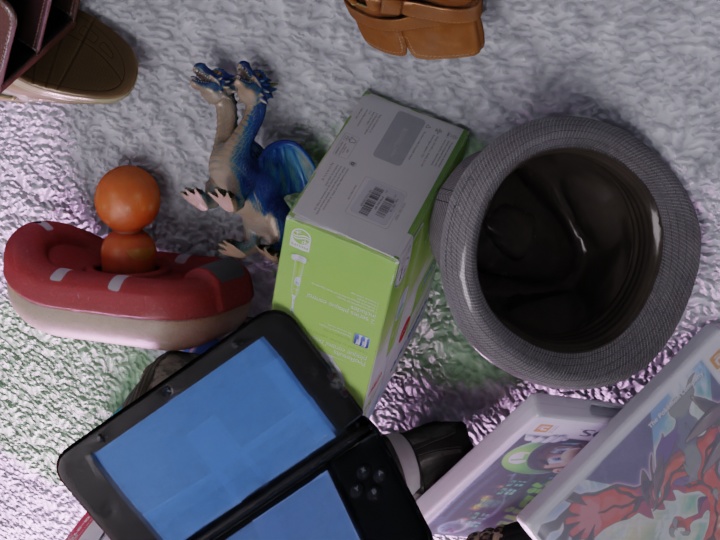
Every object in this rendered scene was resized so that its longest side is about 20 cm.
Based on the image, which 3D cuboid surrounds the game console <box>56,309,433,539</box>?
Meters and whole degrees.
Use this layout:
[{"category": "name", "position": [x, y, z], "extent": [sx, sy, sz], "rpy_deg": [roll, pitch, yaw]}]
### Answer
[{"category": "game console", "position": [-0.080, 0.161, 1.244], "extent": [0.199, 0.173, 0.119], "rpy_deg": [-35, 140, 7]}]

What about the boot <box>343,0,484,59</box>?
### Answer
[{"category": "boot", "position": [-0.013, -0.208, 1.171], "extent": [0.199, 0.074, 0.155], "rpy_deg": [23, 154, 30]}]

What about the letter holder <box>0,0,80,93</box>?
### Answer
[{"category": "letter holder", "position": [-0.291, -0.243, 1.254], "extent": [0.199, 0.101, 0.142], "rpy_deg": [32, 136, 6]}]

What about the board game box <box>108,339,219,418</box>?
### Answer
[{"category": "board game box", "position": [-0.132, 0.154, 1.595], "extent": [0.152, 0.045, 0.200], "rpy_deg": [40, 136, -11]}]

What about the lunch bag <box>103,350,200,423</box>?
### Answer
[{"category": "lunch bag", "position": [-0.089, 0.144, 1.391], "extent": [0.199, 0.168, 0.140], "rpy_deg": [15, 92, 3]}]

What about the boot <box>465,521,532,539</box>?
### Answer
[{"category": "boot", "position": [0.184, 0.230, 1.420], "extent": [0.153, 0.074, 0.204], "rpy_deg": [-22, 138, 16]}]

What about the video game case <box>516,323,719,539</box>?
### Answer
[{"category": "video game case", "position": [0.235, 0.170, 1.316], "extent": [0.182, 0.200, 0.023], "rpy_deg": [49, 171, -20]}]

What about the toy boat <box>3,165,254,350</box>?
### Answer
[{"category": "toy boat", "position": [-0.183, -0.017, 1.428], "extent": [0.199, 0.130, 0.132], "rpy_deg": [6, 103, 23]}]

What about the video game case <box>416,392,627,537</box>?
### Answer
[{"category": "video game case", "position": [0.157, 0.156, 1.388], "extent": [0.181, 0.023, 0.200], "rpy_deg": [9, 145, -26]}]

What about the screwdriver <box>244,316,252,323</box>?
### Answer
[{"category": "screwdriver", "position": [-0.080, 0.044, 1.469], "extent": [0.199, 0.029, 0.028], "rpy_deg": [10, 135, 28]}]

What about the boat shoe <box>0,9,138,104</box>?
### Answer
[{"category": "boat shoe", "position": [-0.257, -0.158, 1.355], "extent": [0.199, 0.073, 0.065], "rpy_deg": [13, 157, 6]}]

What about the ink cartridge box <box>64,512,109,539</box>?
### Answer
[{"category": "ink cartridge box", "position": [-0.179, 0.281, 1.659], "extent": [0.145, 0.084, 0.200], "rpy_deg": [43, 162, -15]}]

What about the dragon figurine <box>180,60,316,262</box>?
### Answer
[{"category": "dragon figurine", "position": [-0.066, -0.060, 1.330], "extent": [0.059, 0.100, 0.200], "rpy_deg": [1, 138, 45]}]

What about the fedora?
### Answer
[{"category": "fedora", "position": [0.123, -0.017, 1.235], "extent": [0.199, 0.178, 0.090], "rpy_deg": [17, -177, -31]}]

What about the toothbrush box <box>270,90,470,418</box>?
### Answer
[{"category": "toothbrush box", "position": [0.000, 0.000, 1.302], "extent": [0.086, 0.146, 0.201], "rpy_deg": [22, 137, 8]}]

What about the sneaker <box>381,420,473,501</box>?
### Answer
[{"category": "sneaker", "position": [0.050, 0.169, 1.490], "extent": [0.200, 0.090, 0.067], "rpy_deg": [107, 142, -67]}]
